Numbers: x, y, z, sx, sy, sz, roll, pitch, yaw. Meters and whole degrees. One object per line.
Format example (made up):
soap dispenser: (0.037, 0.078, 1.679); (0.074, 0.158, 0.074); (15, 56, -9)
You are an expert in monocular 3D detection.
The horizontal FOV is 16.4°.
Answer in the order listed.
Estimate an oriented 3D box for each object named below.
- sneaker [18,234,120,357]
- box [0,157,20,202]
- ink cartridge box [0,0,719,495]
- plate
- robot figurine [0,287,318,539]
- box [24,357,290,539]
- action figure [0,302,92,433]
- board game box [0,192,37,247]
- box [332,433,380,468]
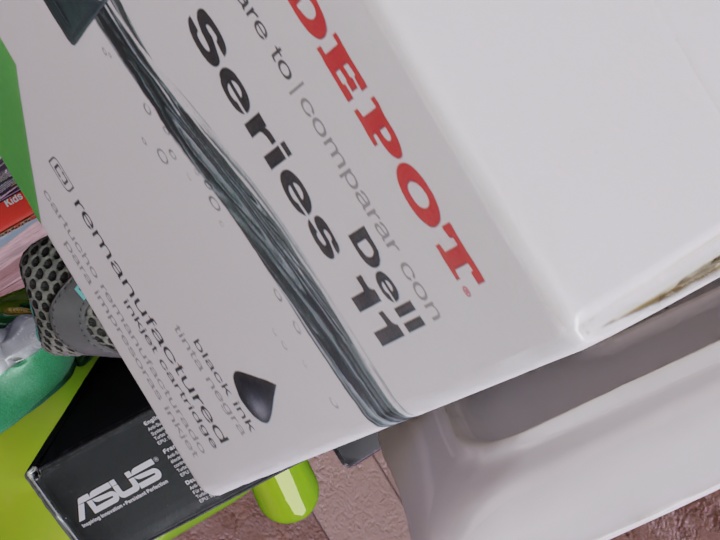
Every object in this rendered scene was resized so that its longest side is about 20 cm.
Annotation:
sneaker: (-0.037, -0.031, 0.738); (0.091, 0.078, 0.200); (-4, -157, 21)
box: (-0.078, -0.065, 0.685); (0.158, 0.050, 0.200); (-33, -178, -35)
ink cartridge box: (-0.005, -0.049, 0.449); (0.083, 0.147, 0.200); (-31, 180, -23)
plate: (0.095, 0.020, 0.755); (0.199, 0.032, 0.200); (-25, -169, 2)
robot figurine: (-0.102, 0.056, 1.004); (0.175, 0.116, 0.200); (3, -167, 25)
box: (0.000, 0.000, 0.846); (0.200, 0.048, 0.193); (-28, -167, 21)
action figure: (-0.162, 0.053, 0.826); (0.200, 0.055, 0.118); (-28, 178, -24)
board game box: (-0.226, 0.028, 0.810); (0.196, 0.056, 0.200); (-33, -178, -40)
box: (0.063, 0.004, 0.978); (0.160, 0.044, 0.200); (-33, 179, 9)
